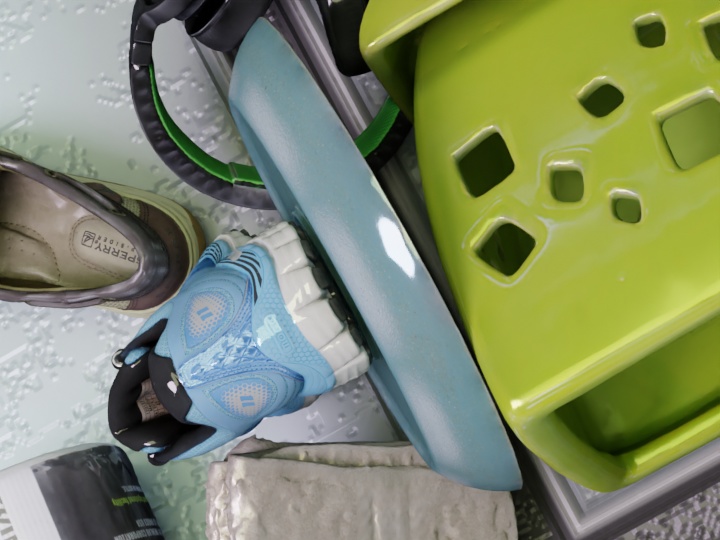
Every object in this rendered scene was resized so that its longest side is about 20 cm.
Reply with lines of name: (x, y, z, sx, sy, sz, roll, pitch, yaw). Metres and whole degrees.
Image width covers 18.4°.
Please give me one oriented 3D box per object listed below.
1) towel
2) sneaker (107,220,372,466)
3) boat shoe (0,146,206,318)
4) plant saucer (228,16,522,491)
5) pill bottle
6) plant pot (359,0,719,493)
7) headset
towel: (0.002, 0.165, 0.872, 0.132, 0.034, 0.201, 3, 83, -28)
sneaker: (-0.063, 0.032, 0.859, 0.090, 0.200, 0.079, -29, 87, -13)
boat shoe: (-0.167, -0.024, 0.955, 0.199, 0.065, 0.074, 7, 86, 14)
plant saucer: (0.000, 0.000, 0.830, 0.027, 0.200, 0.201, -30, 77, -4)
pill bottle: (-0.106, 0.179, 0.895, 0.106, 0.106, 0.201, -27, 78, 8)
plant pot: (0.118, -0.050, 0.834, 0.199, 0.200, 0.182, -29, 72, 7)
headset: (-0.028, -0.126, 0.915, 0.123, 0.094, 0.201, 9, 115, -12)
